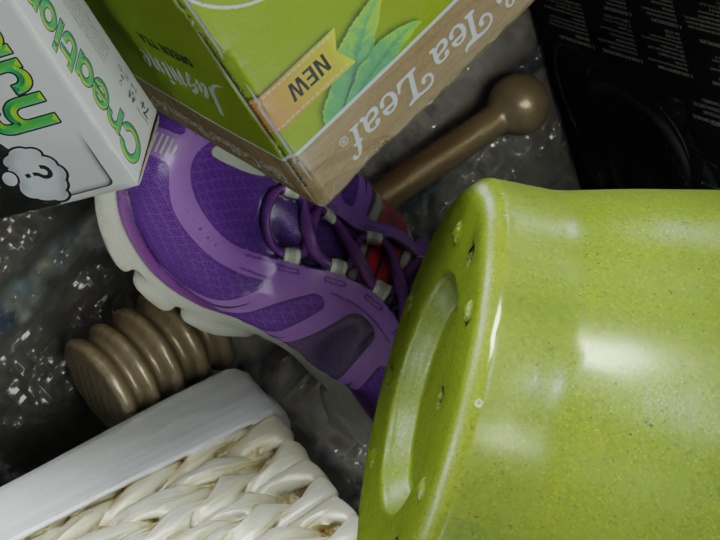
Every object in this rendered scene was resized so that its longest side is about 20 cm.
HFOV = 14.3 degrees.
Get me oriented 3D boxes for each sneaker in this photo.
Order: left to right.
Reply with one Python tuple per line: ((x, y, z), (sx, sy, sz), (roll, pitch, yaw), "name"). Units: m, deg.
((0.000, 0.000, 0.922), (0.200, 0.083, 0.081), (37, 73, -35), "sneaker")

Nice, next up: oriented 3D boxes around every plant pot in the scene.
((0.107, 0.059, 0.838), (0.193, 0.200, 0.201), (14, 96, -9), "plant pot")

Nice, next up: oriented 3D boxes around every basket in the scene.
((-0.079, 0.149, 0.914), (0.200, 0.123, 0.136), (-29, 135, -22), "basket")

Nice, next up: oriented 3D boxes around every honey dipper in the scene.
((-0.011, -0.011, 0.985), (0.200, 0.038, 0.038), (-33, 117, -22), "honey dipper")

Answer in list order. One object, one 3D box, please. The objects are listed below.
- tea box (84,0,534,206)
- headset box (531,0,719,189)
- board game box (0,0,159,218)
((-0.020, -0.166, 0.787), (0.200, 0.134, 0.197), (-46, 131, -11), "tea box")
((0.142, -0.036, 0.999), (0.077, 0.149, 0.200), (-27, 114, -20), "headset box")
((-0.155, -0.087, 0.756), (0.200, 0.126, 0.035), (57, 30, -38), "board game box")
